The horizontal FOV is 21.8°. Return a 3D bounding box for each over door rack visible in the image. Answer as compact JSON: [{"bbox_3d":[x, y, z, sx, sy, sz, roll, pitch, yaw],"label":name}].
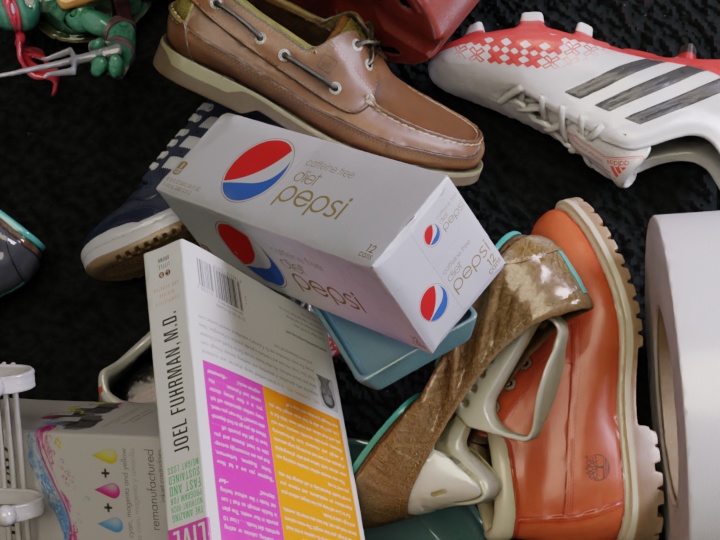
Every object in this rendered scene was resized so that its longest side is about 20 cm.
[{"bbox_3d":[-0.257,0.120,0.988,0.198,0.066,0.150,3,102,28],"label":"over door rack"}]

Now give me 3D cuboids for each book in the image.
[{"bbox_3d":[-0.052,0.098,0.947,0.048,0.133,0.202,-21,60,25],"label":"book"}]

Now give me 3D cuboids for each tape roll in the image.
[{"bbox_3d":[0.194,0.070,0.981,0.070,0.203,0.205,-5,74,3],"label":"tape roll"}]

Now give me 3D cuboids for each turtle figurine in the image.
[{"bbox_3d":[-0.157,-0.188,1.140,0.199,0.101,0.151,-24,88,-17],"label":"turtle figurine"}]

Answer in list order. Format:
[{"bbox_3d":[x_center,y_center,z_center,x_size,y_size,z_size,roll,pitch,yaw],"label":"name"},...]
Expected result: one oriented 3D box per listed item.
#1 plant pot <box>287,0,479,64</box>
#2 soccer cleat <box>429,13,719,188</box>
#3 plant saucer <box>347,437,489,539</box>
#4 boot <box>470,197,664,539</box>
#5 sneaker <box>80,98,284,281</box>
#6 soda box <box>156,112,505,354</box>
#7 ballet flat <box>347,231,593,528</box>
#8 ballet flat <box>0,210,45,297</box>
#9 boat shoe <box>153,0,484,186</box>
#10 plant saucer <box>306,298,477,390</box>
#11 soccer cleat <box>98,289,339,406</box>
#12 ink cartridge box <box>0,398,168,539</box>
[{"bbox_3d":[0.032,-0.240,1.073,0.200,0.201,0.196,31,74,13],"label":"plant pot"},{"bbox_3d":[0.136,-0.094,1.094,0.198,0.069,0.086,8,71,3],"label":"soccer cleat"},{"bbox_3d":[-0.013,0.197,1.051,0.198,0.036,0.202,-2,74,5],"label":"plant saucer"},{"bbox_3d":[0.103,0.056,1.047,0.106,0.075,0.202,-3,73,-9],"label":"boot"},{"bbox_3d":[-0.092,-0.079,1.116,0.199,0.070,0.109,-28,78,-9],"label":"sneaker"},{"bbox_3d":[-0.020,-0.024,0.981,0.064,0.068,0.199,-49,37,-17],"label":"soda box"},{"bbox_3d":[0.059,0.076,0.993,0.072,0.068,0.201,39,104,22],"label":"ballet flat"},{"bbox_3d":[-0.280,-0.050,1.130,0.200,0.073,0.073,41,82,12],"label":"ballet flat"},{"bbox_3d":[-0.015,-0.109,1.047,0.198,0.072,0.069,20,111,-7],"label":"boat shoe"},{"bbox_3d":[0.000,0.000,1.019,0.069,0.019,0.200,-29,34,-4],"label":"plant saucer"},{"bbox_3d":[-0.064,0.032,1.075,0.199,0.085,0.069,-30,73,-3],"label":"soccer cleat"},{"bbox_3d":[-0.158,0.135,1.020,0.198,0.068,0.116,0,101,24],"label":"ink cartridge box"}]
